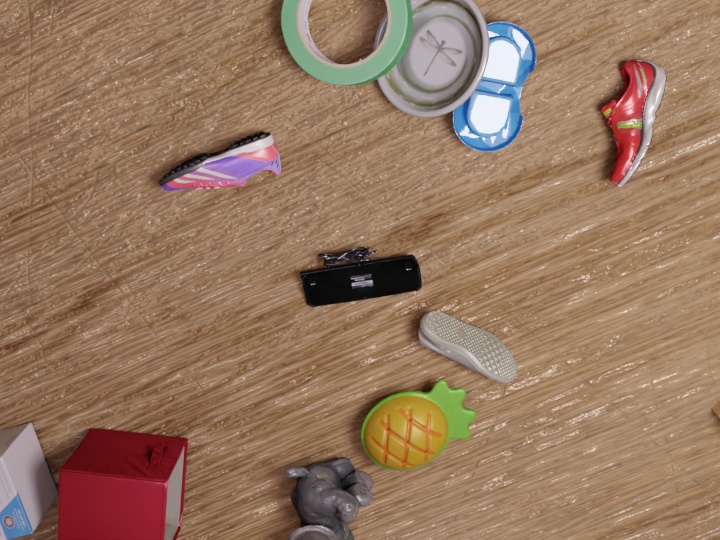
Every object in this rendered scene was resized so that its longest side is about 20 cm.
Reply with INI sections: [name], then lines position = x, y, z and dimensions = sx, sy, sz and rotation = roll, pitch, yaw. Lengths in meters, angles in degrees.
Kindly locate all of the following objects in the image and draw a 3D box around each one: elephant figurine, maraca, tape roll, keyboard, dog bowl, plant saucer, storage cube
[elephant figurine]
position = -0.067, 0.433, 1.670
dimensions = 0.155, 0.141, 0.201
rotation = 37, 120, 20
[maraca]
position = 0.097, 0.264, 1.629
dimensions = 0.199, 0.107, 0.138
rotation = -25, 105, 6
[tape roll]
position = -0.021, -0.386, 1.471
dimensions = 0.199, 0.048, 0.202
rotation = 3, 101, 13
[keyboard]
position = 0.000, 0.000, 1.608
dimensions = 0.199, 0.040, 0.105
rotation = -9, 127, 1
[dog bowl]
position = 0.209, -0.290, 1.519
dimensions = 0.111, 0.050, 0.201
rotation = 10, 105, -2
[plant saucer]
position = 0.115, -0.336, 1.482
dimensions = 0.199, 0.050, 0.202
rotation = 2, 94, 32
[storage cube]
position = -0.400, 0.385, 1.627
dimensions = 0.179, 0.171, 0.201
rotation = 6, 105, 0

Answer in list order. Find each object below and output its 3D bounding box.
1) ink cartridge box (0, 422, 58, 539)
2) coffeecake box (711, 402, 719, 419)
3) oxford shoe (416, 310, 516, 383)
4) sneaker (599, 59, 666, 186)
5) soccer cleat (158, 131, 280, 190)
[ink cartridge box]
position = -0.652, 0.375, 1.635
dimensions = 0.199, 0.146, 0.148
rotation = -15, 103, 4
[coffeecake box]
position = 0.734, 0.270, 1.650
dimensions = 0.153, 0.073, 0.200
rotation = -42, 101, 10
[oxford shoe]
position = 0.178, 0.132, 1.626
dimensions = 0.199, 0.075, 0.058
rotation = 28, 144, -15
[sneaker]
position = 0.420, -0.235, 1.528
dimensions = 0.084, 0.077, 0.201
rotation = 14, 94, 2
[soccer cleat]
position = -0.225, -0.157, 1.545
dimensions = 0.199, 0.068, 0.074
rotation = -20, 108, 2
